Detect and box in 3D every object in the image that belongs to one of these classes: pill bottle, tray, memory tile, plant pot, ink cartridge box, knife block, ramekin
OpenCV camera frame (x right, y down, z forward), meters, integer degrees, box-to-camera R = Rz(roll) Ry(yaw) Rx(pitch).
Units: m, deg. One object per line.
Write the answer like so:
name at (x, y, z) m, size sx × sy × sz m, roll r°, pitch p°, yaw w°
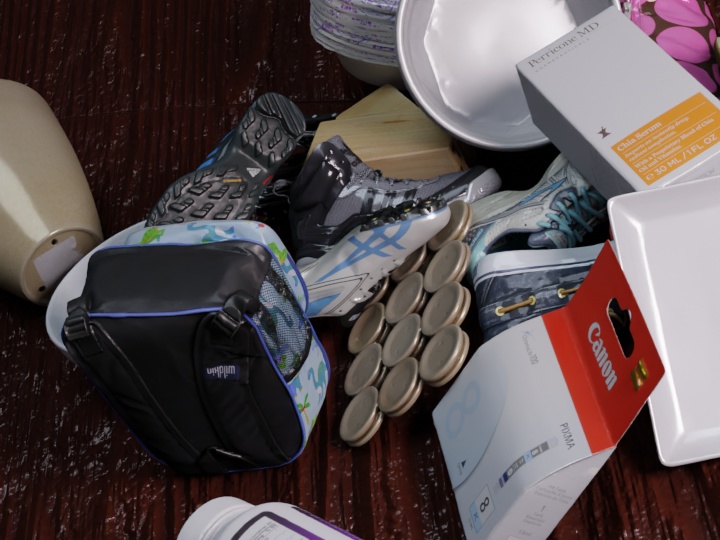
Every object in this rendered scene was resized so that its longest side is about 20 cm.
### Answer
pill bottle at (-0.044, 0.231, 1.272) m, size 0.200 × 0.112 × 0.111 m, roll 19°, pitch 58°, yaw 46°
tray at (0.249, 0.035, 1.292) m, size 0.107 × 0.022 × 0.201 m, roll -11°, pitch 79°, yaw 6°
memory tile at (0.039, 0.043, 1.467) m, size 0.153 × 0.017 × 0.201 m, roll -40°, pitch 29°, yaw 35°
plant pot at (-0.341, -0.058, 1.774) m, size 0.187 × 0.188 × 0.200 m, roll -36°, pitch 51°, yaw -10°
ink cartridge box at (0.130, 0.091, 1.287) m, size 0.200 × 0.047 × 0.160 m, roll -59°, pitch 25°, yaw 28°
knife block at (-0.011, -0.089, 1.668) m, size 0.175 × 0.064 × 0.200 m, roll -36°, pitch 37°, yaw -8°
ramekin at (0.128, -0.204, 1.583) m, size 0.199 × 0.201 × 0.105 m, roll -29°, pitch 1°, yaw 0°

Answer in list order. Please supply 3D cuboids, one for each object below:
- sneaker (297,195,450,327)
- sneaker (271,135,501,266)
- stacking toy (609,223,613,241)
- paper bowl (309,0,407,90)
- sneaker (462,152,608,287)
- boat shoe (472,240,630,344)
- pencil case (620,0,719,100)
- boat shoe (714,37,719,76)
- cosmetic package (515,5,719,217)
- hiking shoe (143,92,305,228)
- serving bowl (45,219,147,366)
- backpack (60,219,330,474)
sneaker at (0.000, 0.000, 1.516) m, size 0.200 × 0.073 × 0.072 m, roll -31°, pitch 4°, yaw 25°
sneaker at (0.018, -0.075, 1.577) m, size 0.199 × 0.114 × 0.075 m, roll -24°, pitch -2°, yaw 12°
stacking toy at (0.291, -0.067, 1.434) m, size 0.199 × 0.086 × 0.086 m, roll -25°, pitch 36°, yaw 12°
paper bowl at (0.050, -0.245, 1.742) m, size 0.199 × 0.105 × 0.201 m, roll 2°, pitch 28°, yaw -1°
sneaker at (0.169, -0.041, 1.479) m, size 0.199 × 0.078 × 0.086 m, roll -32°, pitch 28°, yaw 16°
boat shoe at (0.190, 0.030, 1.403) m, size 0.199 × 0.071 × 0.091 m, roll -7°, pitch 68°, yaw 9°
pencil case at (0.266, -0.166, 1.551) m, size 0.091 × 0.094 × 0.201 m, roll -36°, pitch 30°, yaw 27°
boat shoe at (0.330, -0.168, 1.479) m, size 0.064 × 0.074 × 0.200 m, roll -14°, pitch 12°, yaw 14°
cosmetic package at (0.218, -0.114, 1.408) m, size 0.101 × 0.071 × 0.200 m, roll -32°, pitch 45°, yaw -6°
hiking shoe at (-0.124, -0.070, 1.627) m, size 0.200 × 0.074 × 0.087 m, roll -47°, pitch 1°, yaw -19°
serving bowl at (-0.184, 0.032, 1.632) m, size 0.199 × 0.066 × 0.201 m, roll -16°, pitch 35°, yaw 12°
backpack at (-0.118, 0.061, 1.448) m, size 0.182 × 0.201 × 0.147 m, roll -5°, pitch 42°, yaw 24°
